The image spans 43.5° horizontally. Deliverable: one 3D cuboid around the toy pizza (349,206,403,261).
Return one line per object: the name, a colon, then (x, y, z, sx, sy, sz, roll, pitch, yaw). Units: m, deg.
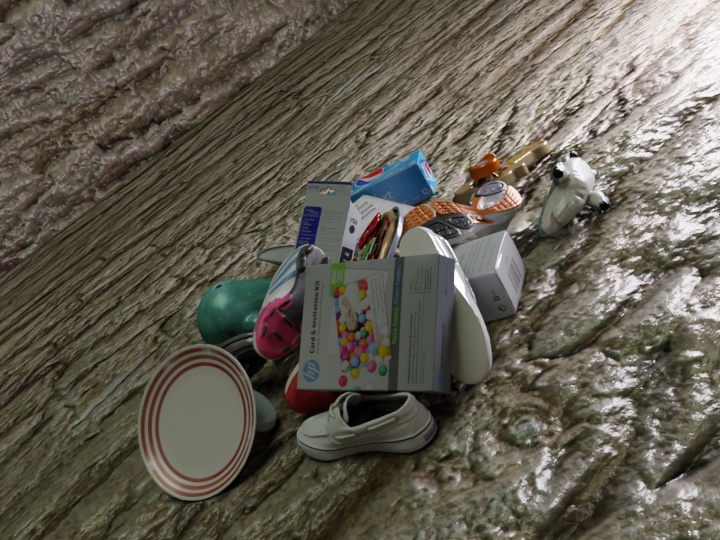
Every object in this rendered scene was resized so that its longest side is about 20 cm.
toy pizza: (0.000, 0.000, 1.229, 0.201, 0.031, 0.201, -61, 10, 19)

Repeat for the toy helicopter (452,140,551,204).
toy helicopter: (0.224, -0.153, 1.426, 0.199, 0.079, 0.132, -34, 12, -30)

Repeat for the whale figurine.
whale figurine: (-0.175, 0.050, 1.463, 0.199, 0.104, 0.159, -29, 23, 2)

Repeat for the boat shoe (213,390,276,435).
boat shoe: (-0.200, 0.203, 1.248, 0.199, 0.092, 0.071, 20, 20, 31)

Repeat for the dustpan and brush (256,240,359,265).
dustpan and brush: (-0.055, -0.025, 1.438, 0.199, 0.139, 0.058, 9, 87, 47)

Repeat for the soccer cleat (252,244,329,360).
soccer cleat: (-0.104, 0.051, 1.268, 0.086, 0.070, 0.201, -30, 27, 48)

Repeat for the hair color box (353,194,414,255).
hair color box: (0.025, -0.063, 1.485, 0.100, 0.061, 0.200, -38, 24, -14)

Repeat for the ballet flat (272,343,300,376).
ballet flat: (-0.089, 0.121, 1.272, 0.069, 0.070, 0.199, -42, 25, -21)

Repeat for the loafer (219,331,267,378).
loafer: (-0.188, 0.151, 1.305, 0.199, 0.071, 0.064, -34, 51, 42)

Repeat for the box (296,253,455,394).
box: (0.016, 0.066, 1.070, 0.198, 0.041, 0.158, -5, 76, 38)

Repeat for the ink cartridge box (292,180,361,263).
ink cartridge box: (-0.055, -0.033, 1.352, 0.099, 0.039, 0.202, 8, 84, 42)

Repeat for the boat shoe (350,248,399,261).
boat shoe: (-0.003, 0.007, 1.383, 0.198, 0.072, 0.076, -19, 14, 28)

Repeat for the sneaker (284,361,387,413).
sneaker: (-0.009, 0.134, 1.126, 0.200, 0.078, 0.116, -39, 29, 11)

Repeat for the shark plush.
shark plush: (0.283, -0.123, 1.279, 0.084, 0.090, 0.201, -54, 16, 32)

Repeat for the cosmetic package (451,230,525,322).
cosmetic package: (0.111, 0.027, 1.188, 0.198, 0.074, 0.102, -17, 26, 28)

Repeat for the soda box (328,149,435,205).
soda box: (0.032, -0.135, 1.607, 0.198, 0.068, 0.064, -24, 25, 20)

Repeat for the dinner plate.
dinner plate: (-0.213, 0.199, 1.188, 0.198, 0.024, 0.203, -7, 76, 30)

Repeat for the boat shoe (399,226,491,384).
boat shoe: (0.110, 0.041, 1.081, 0.072, 0.201, 0.068, -41, -25, 28)

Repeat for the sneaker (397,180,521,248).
sneaker: (0.136, -0.050, 1.255, 0.198, 0.093, 0.076, -18, 50, -23)

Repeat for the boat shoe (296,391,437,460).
boat shoe: (-0.004, 0.172, 1.055, 0.199, 0.066, 0.074, -15, 29, 35)
